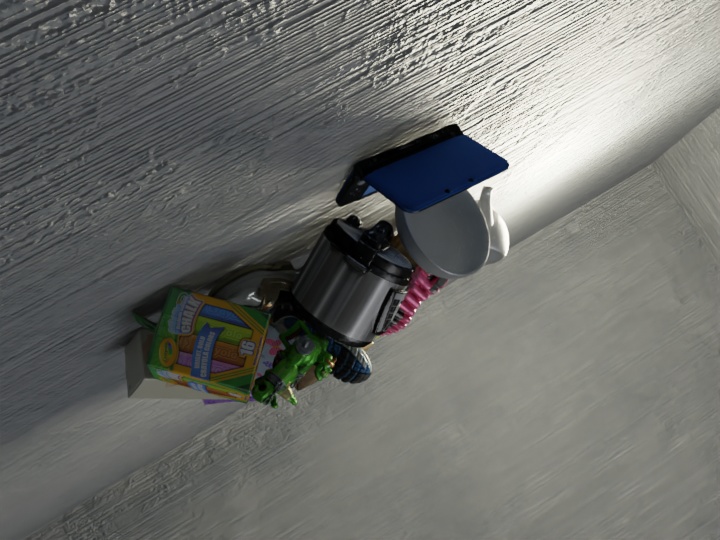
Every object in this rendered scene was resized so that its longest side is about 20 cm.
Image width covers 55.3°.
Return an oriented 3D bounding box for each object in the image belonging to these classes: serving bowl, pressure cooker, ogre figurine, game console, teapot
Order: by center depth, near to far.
[{"bbox_3d":[0.087,-0.128,1.019,0.198,0.119,0.171,-25,168,-27],"label":"game console"},{"bbox_3d":[-0.107,0.151,1.099,0.120,0.098,0.200,-48,154,4],"label":"ogre figurine"},{"bbox_3d":[-0.007,0.005,1.156,0.177,0.176,0.201,23,104,-37],"label":"pressure cooker"},{"bbox_3d":[0.132,-0.072,1.200,0.199,0.202,0.066,-21,172,-43],"label":"serving bowl"},{"bbox_3d":[0.254,-0.100,1.612,0.198,0.148,0.197,-8,161,33],"label":"teapot"}]

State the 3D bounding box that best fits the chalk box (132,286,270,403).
[{"bbox_3d":[-0.247,0.109,1.037,0.197,0.126,0.125,15,160,-5],"label":"chalk box"}]

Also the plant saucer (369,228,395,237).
[{"bbox_3d":[0.000,0.000,1.391,0.200,0.037,0.202,-40,147,-33],"label":"plant saucer"}]

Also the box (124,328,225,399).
[{"bbox_3d":[-0.292,0.163,1.172,0.198,0.096,0.078,8,145,-38],"label":"box"}]

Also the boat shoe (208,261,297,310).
[{"bbox_3d":[-0.170,0.034,1.177,0.075,0.069,0.199,-38,168,35],"label":"boat shoe"}]

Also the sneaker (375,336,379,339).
[{"bbox_3d":[0.060,0.076,1.356,0.200,0.076,0.105,-48,153,-5],"label":"sneaker"}]

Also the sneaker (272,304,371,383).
[{"bbox_3d":[-0.055,0.116,1.213,0.075,0.199,0.087,-54,172,22],"label":"sneaker"}]

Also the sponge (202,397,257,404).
[{"bbox_3d":[-0.249,0.193,1.408,0.110,0.030,0.201,-7,-147,8],"label":"sponge"}]

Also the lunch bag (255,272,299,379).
[{"bbox_3d":[-0.166,0.098,1.333,0.169,0.127,0.201,-37,-164,36],"label":"lunch bag"}]

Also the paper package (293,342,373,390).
[{"bbox_3d":[-0.100,0.141,1.548,0.103,0.192,0.199,-37,170,39],"label":"paper package"}]

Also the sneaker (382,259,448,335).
[{"bbox_3d":[0.074,0.038,1.277,0.199,0.079,0.096,-40,-148,8],"label":"sneaker"}]

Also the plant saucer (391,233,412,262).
[{"bbox_3d":[0.070,-0.035,1.315,0.200,0.035,0.200,-46,-174,6],"label":"plant saucer"}]
